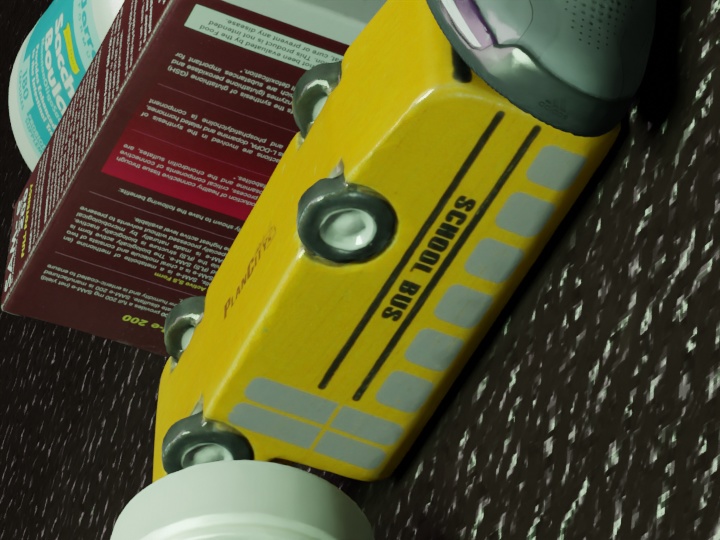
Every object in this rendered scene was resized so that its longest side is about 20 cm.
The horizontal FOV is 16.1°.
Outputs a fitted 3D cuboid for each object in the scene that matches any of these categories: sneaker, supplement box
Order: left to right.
[{"bbox_3d":[-0.052,-0.050,0.960,0.200,0.108,0.061,-54,26,42],"label":"supplement box"},{"bbox_3d":[0.065,-0.129,0.750,0.088,0.074,0.201,-52,25,36],"label":"sneaker"}]

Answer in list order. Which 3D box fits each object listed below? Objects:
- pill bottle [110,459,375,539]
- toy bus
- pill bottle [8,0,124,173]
[{"bbox_3d":[-0.034,0.154,0.702,0.201,0.112,0.113,-91,26,-47],"label":"pill bottle"},{"bbox_3d":[0.000,0.000,0.804,0.065,0.078,0.201,-94,28,-48],"label":"toy bus"},{"bbox_3d":[-0.071,-0.096,1.060,0.200,0.110,0.112,143,141,-62],"label":"pill bottle"}]
